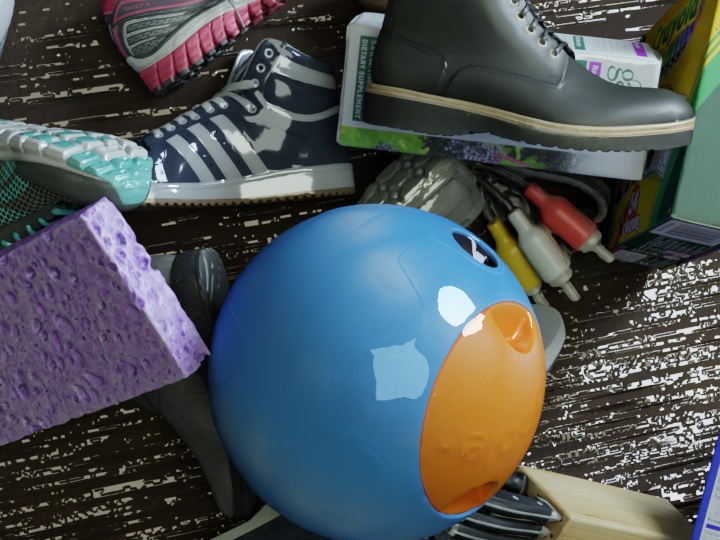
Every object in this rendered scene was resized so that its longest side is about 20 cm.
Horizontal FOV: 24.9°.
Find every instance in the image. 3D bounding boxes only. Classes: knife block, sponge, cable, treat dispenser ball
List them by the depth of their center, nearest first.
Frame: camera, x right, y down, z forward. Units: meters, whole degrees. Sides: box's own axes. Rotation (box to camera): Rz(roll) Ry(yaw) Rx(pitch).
[{"bbox_3d":[0.009,0.061,0.966,0.201,0.201,0.201,1,86,-15],"label":"treat dispenser ball"},{"bbox_3d":[-0.190,0.037,0.981,0.112,0.200,0.030,59,40,-12],"label":"sponge"},{"bbox_3d":[0.133,0.168,1.081,0.200,0.064,0.176,-27,129,-15],"label":"knife block"},{"bbox_3d":[0.093,-0.061,1.121,0.200,0.050,0.097,41,122,-14],"label":"cable"}]

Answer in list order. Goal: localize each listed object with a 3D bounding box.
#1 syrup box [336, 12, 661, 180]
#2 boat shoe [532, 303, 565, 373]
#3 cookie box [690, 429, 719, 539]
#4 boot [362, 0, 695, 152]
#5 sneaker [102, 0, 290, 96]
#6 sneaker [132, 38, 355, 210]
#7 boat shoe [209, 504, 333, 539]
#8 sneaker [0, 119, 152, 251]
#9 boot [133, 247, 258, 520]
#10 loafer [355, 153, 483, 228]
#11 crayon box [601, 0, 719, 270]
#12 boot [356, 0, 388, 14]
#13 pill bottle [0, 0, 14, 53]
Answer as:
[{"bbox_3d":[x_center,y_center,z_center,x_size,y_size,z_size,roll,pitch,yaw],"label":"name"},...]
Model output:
[{"bbox_3d":[0.090,-0.115,1.061,0.200,0.081,0.079,7,106,5],"label":"syrup box"},{"bbox_3d":[0.076,0.107,1.114,0.200,0.072,0.066,-49,134,-28],"label":"boat shoe"},{"bbox_3d":[0.281,0.202,1.111,0.171,0.075,0.200,30,76,-58],"label":"cookie box"},{"bbox_3d":[0.105,-0.145,0.974,0.200,0.077,0.138,6,98,5],"label":"boot"},{"bbox_3d":[-0.079,-0.203,1.081,0.200,0.081,0.075,-40,95,-14],"label":"sneaker"},{"bbox_3d":[-0.102,-0.096,1.072,0.200,0.070,0.109,-5,93,-23],"label":"sneaker"},{"bbox_3d":[-0.081,0.209,1.057,0.200,0.075,0.062,-29,66,-22],"label":"boat shoe"},{"bbox_3d":[-0.202,-0.043,1.000,0.078,0.200,0.091,-7,103,-48],"label":"sneaker"},{"bbox_3d":[-0.139,0.075,1.054,0.132,0.070,0.200,-6,114,11],"label":"boot"},{"bbox_3d":[0.000,0.000,1.093,0.200,0.070,0.070,-40,123,1],"label":"loafer"},{"bbox_3d":[0.224,-0.099,1.094,0.058,0.200,0.173,13,83,-3],"label":"crayon box"},{"bbox_3d":[0.074,-0.140,1.129,0.200,0.074,0.076,29,90,-14],"label":"boot"},{"bbox_3d":[-0.267,-0.160,0.964,0.119,0.200,0.120,1,86,-15],"label":"pill bottle"}]
